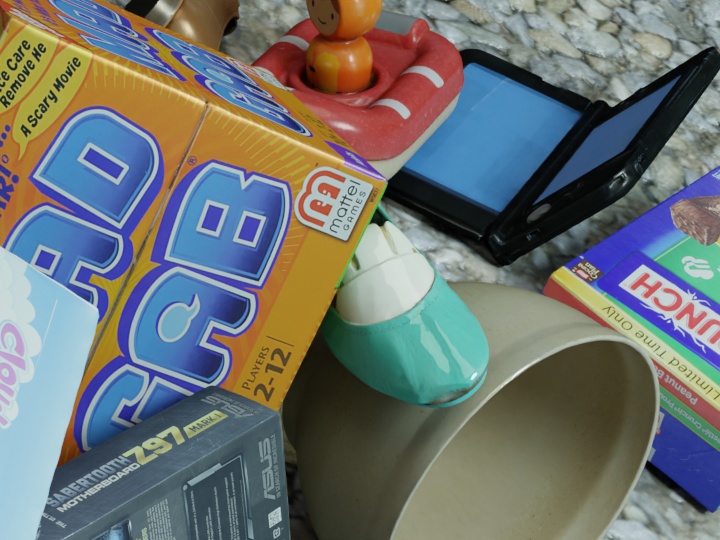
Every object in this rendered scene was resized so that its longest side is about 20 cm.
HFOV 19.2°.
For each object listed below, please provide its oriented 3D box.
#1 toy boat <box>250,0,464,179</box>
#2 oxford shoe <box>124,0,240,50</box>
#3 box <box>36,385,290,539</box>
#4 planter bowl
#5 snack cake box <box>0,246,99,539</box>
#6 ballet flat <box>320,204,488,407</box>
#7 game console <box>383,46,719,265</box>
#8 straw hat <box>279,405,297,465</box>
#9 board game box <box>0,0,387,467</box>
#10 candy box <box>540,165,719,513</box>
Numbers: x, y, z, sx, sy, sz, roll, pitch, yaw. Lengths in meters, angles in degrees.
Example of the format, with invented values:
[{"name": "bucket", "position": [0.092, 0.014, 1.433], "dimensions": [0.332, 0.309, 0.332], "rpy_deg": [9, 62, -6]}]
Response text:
[{"name": "toy boat", "position": [-0.014, -0.138, 1.377], "dimensions": [0.130, 0.131, 0.200], "rpy_deg": [14, 34, 19]}, {"name": "oxford shoe", "position": [-0.114, -0.201, 1.490], "dimensions": [0.071, 0.071, 0.200], "rpy_deg": [39, 36, -21]}, {"name": "box", "position": [-0.099, 0.174, 0.970], "dimensions": [0.051, 0.201, 0.158], "rpy_deg": [17, 33, 37]}, {"name": "planter bowl", "position": [0.044, 0.085, 1.139], "dimensions": [0.200, 0.201, 0.135], "rpy_deg": [-19, 44, -37]}, {"name": "snack cake box", "position": [-0.184, 0.096, 0.852], "dimensions": [0.067, 0.115, 0.200], "rpy_deg": [36, 42, -26]}, {"name": "ballet flat", "position": [0.000, 0.000, 1.067], "dimensions": [0.067, 0.071, 0.200], "rpy_deg": [-28, 31, -9]}, {"name": "game console", "position": [0.122, -0.105, 1.434], "dimensions": [0.117, 0.176, 0.200], "rpy_deg": [50, 42, -9]}, {"name": "straw hat", "position": [-0.012, 0.017, 1.262], "dimensions": [0.200, 0.085, 0.201], "rpy_deg": [12, 41, -11]}, {"name": "board game box", "position": [-0.141, -0.020, 1.062], "dimensions": [0.199, 0.201, 0.200], "rpy_deg": [22, 11, -24]}, {"name": "candy box", "position": [0.225, 0.038, 1.344], "dimensions": [0.169, 0.077, 0.200], "rpy_deg": [40, 46, 21]}]
